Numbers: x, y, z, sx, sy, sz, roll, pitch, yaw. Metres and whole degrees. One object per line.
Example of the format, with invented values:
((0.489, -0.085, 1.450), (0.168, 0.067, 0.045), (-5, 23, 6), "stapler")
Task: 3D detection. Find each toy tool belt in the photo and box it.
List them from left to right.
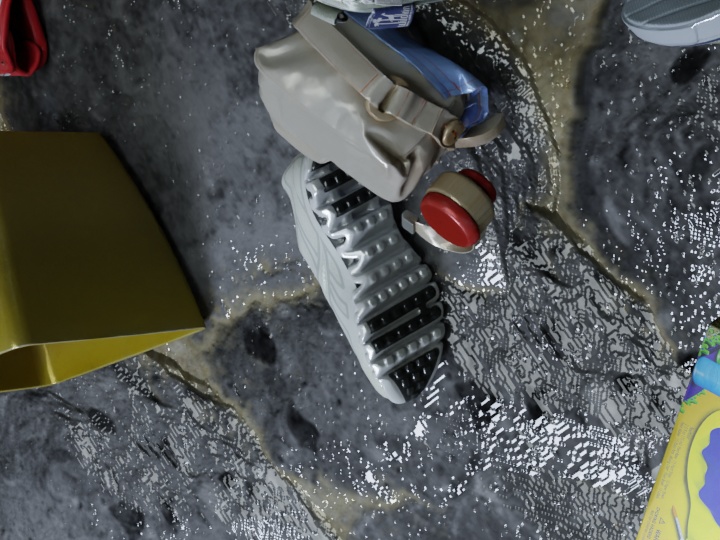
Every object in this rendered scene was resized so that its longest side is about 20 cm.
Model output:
((0.034, -0.117, 1.317), (0.200, 0.123, 0.125), (36, 161, 17), "toy tool belt")

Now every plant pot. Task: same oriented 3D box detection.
((-0.273, -0.008, 1.535), (0.200, 0.200, 0.177), (-19, 81, 38), "plant pot")

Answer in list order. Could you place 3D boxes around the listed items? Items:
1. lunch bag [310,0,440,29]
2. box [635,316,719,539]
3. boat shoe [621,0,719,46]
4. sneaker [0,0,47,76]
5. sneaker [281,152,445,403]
((0.026, -0.267, 1.249), (0.139, 0.168, 0.200), (17, 113, 32), "lunch bag")
((0.293, 0.143, 1.204), (0.192, 0.122, 0.200), (26, 117, 26), "box")
((0.248, -0.164, 1.183), (0.200, 0.062, 0.072), (-4, 56, 49), "boat shoe")
((-0.328, -0.161, 1.593), (0.115, 0.078, 0.200), (37, 123, 24), "sneaker")
((0.000, 0.000, 1.415), (0.081, 0.075, 0.200), (-11, 100, 58), "sneaker")
